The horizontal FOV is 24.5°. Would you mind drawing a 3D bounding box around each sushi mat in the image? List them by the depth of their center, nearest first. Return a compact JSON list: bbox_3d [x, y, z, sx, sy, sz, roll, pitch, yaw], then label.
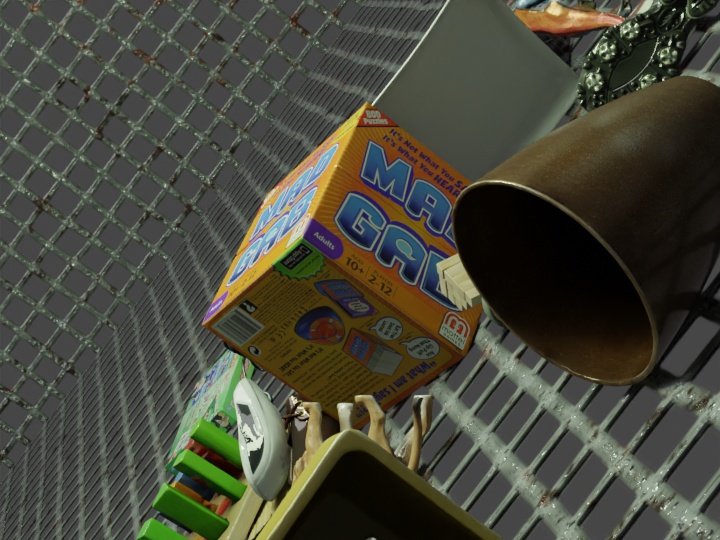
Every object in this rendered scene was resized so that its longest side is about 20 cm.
[{"bbox_3d":[-0.093,0.227,1.814,0.096,0.012,0.200,-50,13,13],"label":"sushi mat"}]

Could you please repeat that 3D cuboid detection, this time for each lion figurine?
[{"bbox_3d":[0.000,0.178,1.497,0.200,0.072,0.123,-17,71,58],"label":"lion figurine"}]

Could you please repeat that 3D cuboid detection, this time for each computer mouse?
[{"bbox_3d":[-0.102,0.152,1.766,0.044,0.110,0.201,-21,56,13],"label":"computer mouse"}]

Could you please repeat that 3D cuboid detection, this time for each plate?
[{"bbox_3d":[0.115,-0.177,1.736,0.200,0.199,0.032,-54,32,-4],"label":"plate"}]

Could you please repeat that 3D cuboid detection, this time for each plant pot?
[{"bbox_3d":[-0.001,0.232,1.135,0.195,0.195,0.200,-54,7,-6],"label":"plant pot"},{"bbox_3d":[0.202,-0.049,1.229,0.200,0.187,0.187,-43,8,-26],"label":"plant pot"}]

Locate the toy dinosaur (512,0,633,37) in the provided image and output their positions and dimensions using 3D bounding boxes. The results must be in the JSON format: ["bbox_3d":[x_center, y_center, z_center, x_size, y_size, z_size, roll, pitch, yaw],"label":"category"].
[{"bbox_3d":[0.196,-0.287,1.787,0.181,0.105,0.200,-18,28,15],"label":"toy dinosaur"}]

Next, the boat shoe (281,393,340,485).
[{"bbox_3d":[-0.050,0.155,1.734,0.070,0.070,0.200,-46,16,31],"label":"boat shoe"}]

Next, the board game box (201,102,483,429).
[{"bbox_3d":[0.000,0.000,1.670,0.200,0.200,0.200,-38,20,46],"label":"board game box"}]

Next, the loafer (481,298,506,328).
[{"bbox_3d":[0.181,-0.033,1.446,0.201,0.075,0.070,-63,19,0],"label":"loafer"}]

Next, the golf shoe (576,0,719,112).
[{"bbox_3d":[0.286,-0.225,1.597,0.200,0.077,0.088,-50,-7,2],"label":"golf shoe"}]

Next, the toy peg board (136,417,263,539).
[{"bbox_3d":[-0.193,0.268,1.828,0.199,0.098,0.200,-39,21,54],"label":"toy peg board"}]

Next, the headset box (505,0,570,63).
[{"bbox_3d":[0.174,-0.241,1.962,0.149,0.077,0.200,-45,15,29],"label":"headset box"}]

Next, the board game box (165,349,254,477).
[{"bbox_3d":[-0.198,0.178,2.257,0.135,0.029,0.200,-45,15,28],"label":"board game box"}]

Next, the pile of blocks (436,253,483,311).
[{"bbox_3d":[0.150,-0.019,1.546,0.200,0.082,0.062,-47,-35,-32],"label":"pile of blocks"}]
